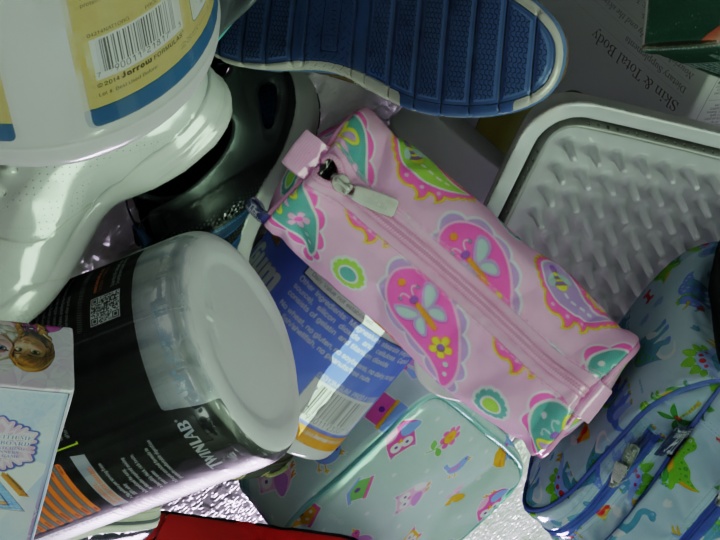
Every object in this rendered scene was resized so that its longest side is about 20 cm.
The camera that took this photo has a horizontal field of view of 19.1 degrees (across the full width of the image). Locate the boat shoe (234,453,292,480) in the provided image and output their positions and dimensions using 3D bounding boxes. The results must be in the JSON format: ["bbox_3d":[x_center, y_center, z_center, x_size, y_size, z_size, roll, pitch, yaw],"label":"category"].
[{"bbox_3d":[-0.095,0.096,1.261,0.201,0.072,0.061,1,124,-52],"label":"boat shoe"}]

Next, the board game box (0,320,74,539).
[{"bbox_3d":[-0.245,0.095,0.975,0.199,0.041,0.200,7,134,-16],"label":"board game box"}]

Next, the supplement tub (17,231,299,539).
[{"bbox_3d":[-0.141,0.068,1.075,0.200,0.123,0.122,-21,154,19],"label":"supplement tub"}]

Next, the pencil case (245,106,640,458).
[{"bbox_3d":[0.043,0.004,1.077,0.087,0.200,0.087,-48,180,0],"label":"pencil case"}]

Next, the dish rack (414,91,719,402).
[{"bbox_3d":[0.131,-0.007,1.157,0.171,0.044,0.200,12,125,-18],"label":"dish rack"}]

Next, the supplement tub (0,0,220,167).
[{"bbox_3d":[-0.135,-0.156,0.835,0.144,0.145,0.200,-30,142,-21],"label":"supplement tub"}]

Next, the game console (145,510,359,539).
[{"bbox_3d":[-0.033,0.203,1.369,0.200,0.176,0.031,41,59,-52],"label":"game console"}]

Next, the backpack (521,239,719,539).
[{"bbox_3d":[0.174,0.083,1.119,0.153,0.163,0.200,14,127,-2],"label":"backpack"}]

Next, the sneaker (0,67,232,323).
[{"bbox_3d":[-0.160,-0.047,1.035,0.200,0.075,0.088,-44,132,0],"label":"sneaker"}]

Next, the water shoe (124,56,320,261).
[{"bbox_3d":[-0.096,-0.027,1.126,0.079,0.071,0.200,11,111,-42],"label":"water shoe"}]

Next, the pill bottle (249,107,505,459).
[{"bbox_3d":[0.000,0.000,1.216,0.200,0.112,0.112,-51,148,11],"label":"pill bottle"}]

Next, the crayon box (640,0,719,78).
[{"bbox_3d":[0.200,-0.197,1.077,0.127,0.051,0.201,10,83,-50],"label":"crayon box"}]

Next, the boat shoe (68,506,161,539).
[{"bbox_3d":[-0.190,0.147,1.216,0.200,0.075,0.062,9,115,-59],"label":"boat shoe"}]

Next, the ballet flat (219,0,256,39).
[{"bbox_3d":[-0.066,-0.150,0.989,0.200,0.073,0.073,-47,153,-25],"label":"ballet flat"}]

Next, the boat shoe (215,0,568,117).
[{"bbox_3d":[0.020,-0.119,1.035,0.072,0.200,0.072,-5,108,-57],"label":"boat shoe"}]

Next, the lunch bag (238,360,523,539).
[{"bbox_3d":[0.019,0.131,1.429,0.160,0.077,0.200,-45,149,1],"label":"lunch bag"}]

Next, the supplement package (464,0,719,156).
[{"bbox_3d":[0.166,-0.092,1.251,0.150,0.152,0.200,-10,136,-41],"label":"supplement package"}]
